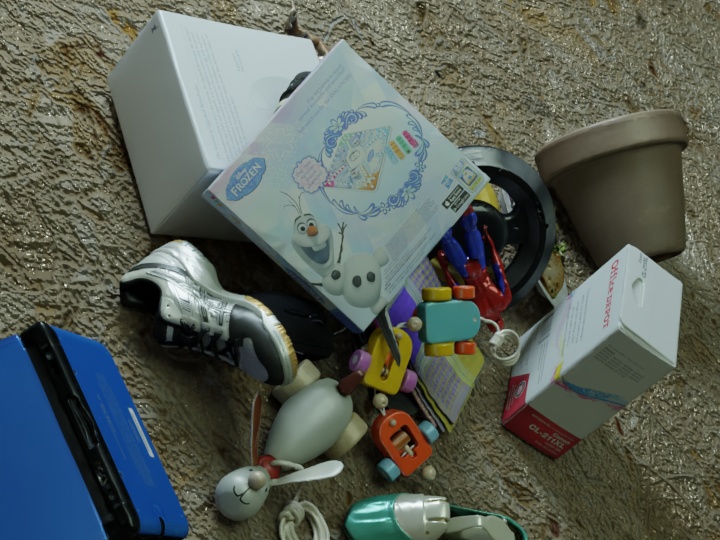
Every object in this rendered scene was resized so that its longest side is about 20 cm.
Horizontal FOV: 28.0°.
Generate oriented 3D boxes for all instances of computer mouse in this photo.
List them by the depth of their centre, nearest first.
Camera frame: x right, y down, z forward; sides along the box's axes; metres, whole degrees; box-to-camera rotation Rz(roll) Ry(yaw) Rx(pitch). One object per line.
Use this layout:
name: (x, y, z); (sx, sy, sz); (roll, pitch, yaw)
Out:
computer mouse: (-0.068, 0.030, 1.448); (0.200, 0.046, 0.141); (7, 52, -30)

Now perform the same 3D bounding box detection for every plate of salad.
plate of salad: (0.217, -0.042, 1.733); (0.200, 0.048, 0.200); (55, 21, -32)

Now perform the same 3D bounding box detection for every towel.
towel: (0.068, 0.057, 1.525); (0.200, 0.023, 0.144); (62, 34, -16)

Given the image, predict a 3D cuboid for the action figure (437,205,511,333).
action figure: (0.117, -0.014, 1.558); (0.052, 0.065, 0.200); (-120, -174, -64)

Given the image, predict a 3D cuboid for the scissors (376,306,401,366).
scissors: (0.000, 0.000, 1.415); (0.073, 0.014, 0.200); (2, 68, -13)

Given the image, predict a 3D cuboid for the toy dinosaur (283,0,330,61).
toy dinosaur: (-0.045, -0.230, 1.697); (0.135, 0.086, 0.200); (25, 25, -39)

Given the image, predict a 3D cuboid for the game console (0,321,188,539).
game console: (-0.258, 0.157, 1.200); (0.200, 0.118, 0.171); (62, 10, 20)

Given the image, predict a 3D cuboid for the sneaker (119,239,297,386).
sneaker: (-0.144, 0.055, 1.330); (0.088, 0.076, 0.200); (-30, 51, -34)

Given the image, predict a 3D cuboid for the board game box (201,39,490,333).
board game box: (-0.012, -0.080, 1.378); (0.199, 0.043, 0.200); (43, 76, -9)

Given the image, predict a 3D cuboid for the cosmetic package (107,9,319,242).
cosmetic package: (-0.132, -0.143, 1.496); (0.200, 0.123, 0.200); (6, 55, -41)

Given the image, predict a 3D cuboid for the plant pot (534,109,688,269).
plant pot: (0.339, -0.093, 1.856); (0.200, 0.200, 0.175); (-6, 79, -45)

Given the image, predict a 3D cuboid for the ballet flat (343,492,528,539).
ballet flat: (0.080, 0.245, 1.384); (0.200, 0.070, 0.067); (18, 45, -29)

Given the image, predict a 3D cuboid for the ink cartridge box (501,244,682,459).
ink cartridge box: (0.254, 0.090, 1.576); (0.083, 0.200, 0.146); (35, 39, -12)

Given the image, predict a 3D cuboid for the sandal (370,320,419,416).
sandal: (0.034, 0.062, 1.526); (0.075, 0.045, 0.200); (14, 48, -34)

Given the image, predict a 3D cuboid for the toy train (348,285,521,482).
toy train: (0.062, 0.106, 1.443); (0.200, 0.056, 0.150); (-45, 109, -19)

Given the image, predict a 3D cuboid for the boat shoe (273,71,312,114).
boat shoe: (0.008, -0.128, 1.456); (0.201, 0.074, 0.063); (34, 52, -12)

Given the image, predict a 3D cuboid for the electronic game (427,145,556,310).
electronic game: (0.123, -0.040, 1.600); (0.200, 0.200, 0.042); (27, 7, -22)

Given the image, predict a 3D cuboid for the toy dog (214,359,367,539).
toy dog: (-0.051, 0.151, 1.329); (0.132, 0.096, 0.200); (32, 40, -16)

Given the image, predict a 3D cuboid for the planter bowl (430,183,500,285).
planter bowl: (0.101, -0.070, 1.677); (0.200, 0.083, 0.201); (25, 42, -24)
